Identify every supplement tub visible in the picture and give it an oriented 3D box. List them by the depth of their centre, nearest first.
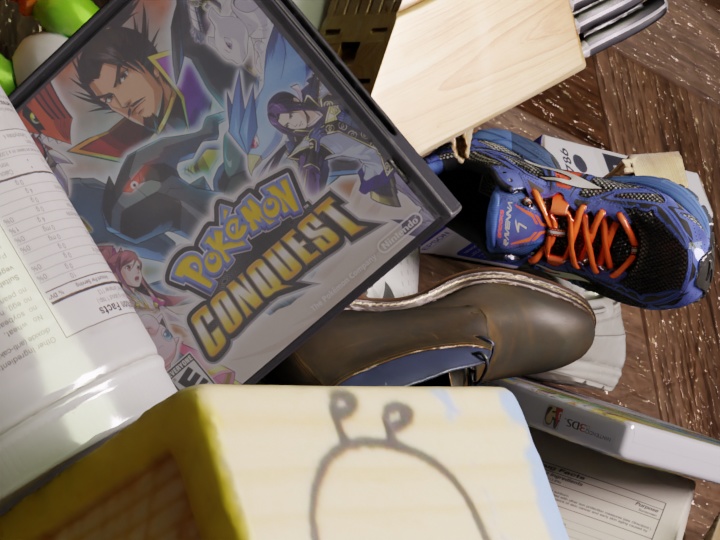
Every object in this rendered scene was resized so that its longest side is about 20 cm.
[{"bbox_3d":[-0.182,0.005,0.918,0.132,0.132,0.200,-25,83,-53],"label":"supplement tub"}]

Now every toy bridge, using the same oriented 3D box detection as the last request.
[{"bbox_3d":[0.128,-0.017,1.246,0.067,0.200,0.027,-5,71,-15],"label":"toy bridge"}]

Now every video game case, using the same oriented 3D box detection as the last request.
[{"bbox_3d":[-0.084,-0.036,0.993,0.181,0.200,0.025,50,19,1],"label":"video game case"},{"bbox_3d":[0.153,0.093,1.206,0.200,0.182,0.023,18,89,-40],"label":"video game case"}]

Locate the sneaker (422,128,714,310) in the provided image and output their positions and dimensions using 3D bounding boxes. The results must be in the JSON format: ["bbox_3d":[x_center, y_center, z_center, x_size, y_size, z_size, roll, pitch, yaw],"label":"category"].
[{"bbox_3d":[0.105,-0.023,1.140,0.078,0.200,0.076,-12,113,-46],"label":"sneaker"}]

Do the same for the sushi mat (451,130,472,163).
[{"bbox_3d":[0.051,-0.126,1.186,0.200,0.012,0.096,-69,143,-74],"label":"sushi mat"}]

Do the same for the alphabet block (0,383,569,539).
[{"bbox_3d":[-0.031,0.171,0.906,0.200,0.196,0.196,2,59,-47],"label":"alphabet block"}]

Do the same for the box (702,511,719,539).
[{"bbox_3d":[0.142,0.241,1.080,0.021,0.164,0.200,26,38,6],"label":"box"}]

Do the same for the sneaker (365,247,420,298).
[{"bbox_3d":[0.000,0.000,1.191,0.200,0.073,0.080,-70,146,-53],"label":"sneaker"}]

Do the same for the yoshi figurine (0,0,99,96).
[{"bbox_3d":[-0.131,-0.067,1.057,0.200,0.112,0.112,50,45,-11],"label":"yoshi figurine"}]

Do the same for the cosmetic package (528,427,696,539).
[{"bbox_3d":[0.103,0.179,1.116,0.105,0.071,0.200,18,36,14],"label":"cosmetic package"}]

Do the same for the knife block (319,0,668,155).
[{"bbox_3d":[0.069,-0.112,1.067,0.175,0.064,0.201,25,79,-34],"label":"knife block"}]

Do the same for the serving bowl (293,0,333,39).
[{"bbox_3d":[-0.017,-0.137,1.111,0.200,0.066,0.201,40,42,-48],"label":"serving bowl"}]

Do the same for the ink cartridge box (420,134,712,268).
[{"bbox_3d":[0.123,-0.038,1.316,0.200,0.099,0.039,9,56,-46],"label":"ink cartridge box"}]

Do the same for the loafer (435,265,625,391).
[{"bbox_3d":[0.097,0.023,1.203,0.200,0.070,0.070,20,77,-61],"label":"loafer"}]

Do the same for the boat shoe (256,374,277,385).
[{"bbox_3d":[-0.007,0.110,1.062,0.200,0.073,0.072,38,27,30],"label":"boat shoe"}]

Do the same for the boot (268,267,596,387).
[{"bbox_3d":[0.047,0.053,1.056,0.199,0.075,0.097,-2,34,-26],"label":"boot"}]
